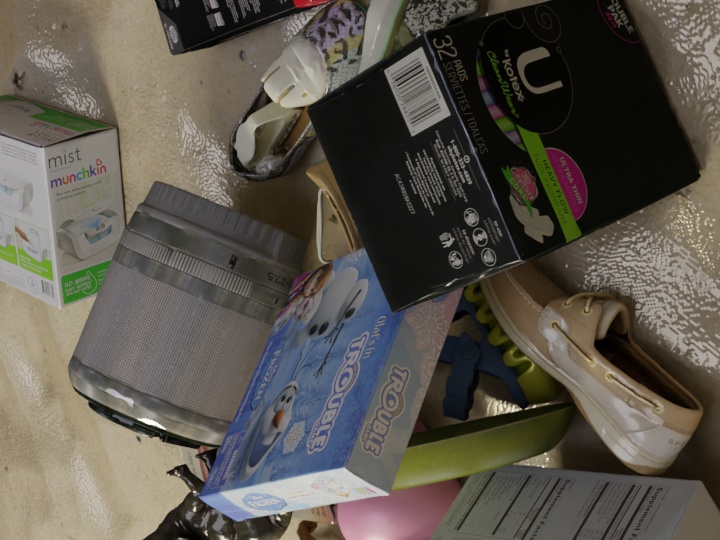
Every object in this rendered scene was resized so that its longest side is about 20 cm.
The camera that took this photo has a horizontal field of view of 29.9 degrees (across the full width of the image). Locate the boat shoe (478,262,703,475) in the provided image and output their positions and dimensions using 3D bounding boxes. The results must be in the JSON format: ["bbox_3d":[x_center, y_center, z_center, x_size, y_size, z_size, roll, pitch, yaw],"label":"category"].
[{"bbox_3d":[0.166,0.050,0.963,0.200,0.074,0.069,49,122,21],"label":"boat shoe"}]

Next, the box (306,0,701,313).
[{"bbox_3d":[0.096,-0.082,0.874,0.124,0.200,0.149,-24,89,47],"label":"box"}]

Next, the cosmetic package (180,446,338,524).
[{"bbox_3d":[-0.073,0.162,1.243,0.200,0.087,0.104,-3,105,47],"label":"cosmetic package"}]

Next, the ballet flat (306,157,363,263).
[{"bbox_3d":[0.000,0.000,1.110,0.069,0.063,0.201,-160,56,-81],"label":"ballet flat"}]

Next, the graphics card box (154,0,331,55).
[{"bbox_3d":[-0.103,-0.261,1.119,0.200,0.051,0.126,-10,100,47],"label":"graphics card box"}]

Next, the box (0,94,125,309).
[{"bbox_3d":[-0.345,-0.077,1.420,0.200,0.097,0.177,19,119,41],"label":"box"}]

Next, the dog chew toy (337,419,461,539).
[{"bbox_3d":[0.037,0.210,1.132,0.124,0.124,0.201,-18,85,49],"label":"dog chew toy"}]

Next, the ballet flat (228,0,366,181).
[{"bbox_3d":[-0.057,-0.139,1.111,0.072,0.072,0.200,53,137,16],"label":"ballet flat"}]

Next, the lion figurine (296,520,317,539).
[{"bbox_3d":[-0.080,0.281,1.254,0.123,0.199,0.073,-117,32,-61],"label":"lion figurine"}]

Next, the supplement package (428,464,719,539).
[{"bbox_3d":[0.158,0.245,0.955,0.200,0.151,0.152,-3,130,47],"label":"supplement package"}]

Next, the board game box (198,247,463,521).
[{"bbox_3d":[-0.018,0.074,0.968,0.043,0.200,0.199,35,149,-23],"label":"board game box"}]

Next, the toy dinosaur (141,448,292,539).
[{"bbox_3d":[-0.109,0.209,1.190,0.199,0.077,0.103,-15,93,16],"label":"toy dinosaur"}]

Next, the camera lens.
[{"bbox_3d":[-0.149,0.042,1.165,0.160,0.160,0.201,20,88,40],"label":"camera lens"}]

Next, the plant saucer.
[{"bbox_3d":[0.065,0.133,0.998,0.200,0.200,0.031,-18,82,49],"label":"plant saucer"}]

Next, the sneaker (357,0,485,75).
[{"bbox_3d":[0.042,-0.122,0.988,0.088,0.077,0.201,14,98,25],"label":"sneaker"}]

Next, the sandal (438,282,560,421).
[{"bbox_3d":[0.063,0.035,1.032,0.087,0.079,0.200,-36,72,5],"label":"sandal"}]
